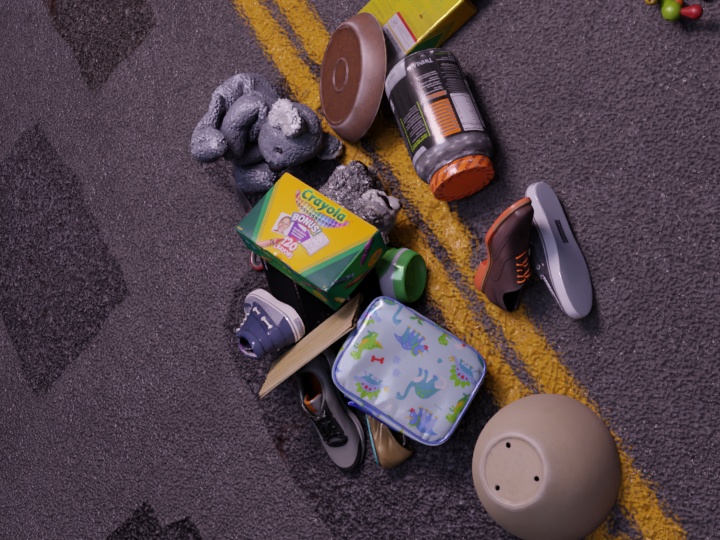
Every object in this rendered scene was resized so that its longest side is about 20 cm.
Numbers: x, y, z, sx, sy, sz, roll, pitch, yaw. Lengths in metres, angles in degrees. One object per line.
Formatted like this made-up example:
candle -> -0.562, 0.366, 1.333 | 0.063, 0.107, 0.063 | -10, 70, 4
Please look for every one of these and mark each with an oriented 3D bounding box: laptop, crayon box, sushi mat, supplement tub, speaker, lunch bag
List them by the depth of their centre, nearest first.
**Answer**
lunch bag -> 0.065, 0.145, 1.354 | 0.198, 0.082, 0.162 | 31, 83, 3
crayon box -> -0.072, -0.045, 1.382 | 0.199, 0.058, 0.119 | 33, 73, 32
sushi mat -> -0.072, 0.111, 1.397 | 0.199, 0.096, 0.012 | -39, 104, 26
supplement tub -> 0.120, -0.213, 1.407 | 0.122, 0.122, 0.203 | -28, 68, 25
speaker -> 0.000, 0.000, 1.468 | 0.198, 0.088, 0.090 | 8, 86, 33
laptop -> -0.053, 0.049, 1.475 | 0.197, 0.104, 0.179 | -9, 120, 11
crayon box -> 0.094, -0.413, 1.500 | 0.199, 0.051, 0.128 | -39, 63, 22

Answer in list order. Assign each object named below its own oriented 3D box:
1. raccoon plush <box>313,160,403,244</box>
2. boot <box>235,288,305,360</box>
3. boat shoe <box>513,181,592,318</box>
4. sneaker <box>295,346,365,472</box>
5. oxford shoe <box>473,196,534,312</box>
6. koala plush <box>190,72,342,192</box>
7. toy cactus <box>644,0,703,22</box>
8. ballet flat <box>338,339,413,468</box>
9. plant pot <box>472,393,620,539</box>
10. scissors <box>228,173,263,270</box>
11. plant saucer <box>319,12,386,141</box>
raccoon plush -> -0.028, -0.074, 1.464 | 0.198, 0.097, 0.135 | -30, 38, 21
boot -> -0.167, 0.086, 1.510 | 0.199, 0.090, 0.074 | 11, 127, 64
boat shoe -> 0.259, -0.021, 1.323 | 0.066, 0.069, 0.203 | -34, 67, 44
sneaker -> -0.053, 0.217, 1.444 | 0.073, 0.079, 0.203 | -15, 101, 27
oxford shoe -> 0.212, -0.020, 1.298 | 0.071, 0.201, 0.073 | -28, 61, -21
koala plush -> -0.139, -0.229, 1.551 | 0.198, 0.177, 0.186 | 11, 77, 37
toy cactus -> 0.397, -0.428, 1.297 | 0.163, 0.101, 0.204 | -5, 87, 41
ballet flat -> 0.028, 0.192, 1.423 | 0.062, 0.069, 0.203 | -20, 89, 14
plant pot -> 0.225, 0.261, 1.252 | 0.198, 0.134, 0.204 | -6, 78, 32
scissors -> -0.179, -0.093, 1.642 | 0.073, 0.014, 0.203 | -28, 67, 28
plant saucer -> -0.020, -0.307, 1.507 | 0.199, 0.034, 0.204 | -12, 76, 61
